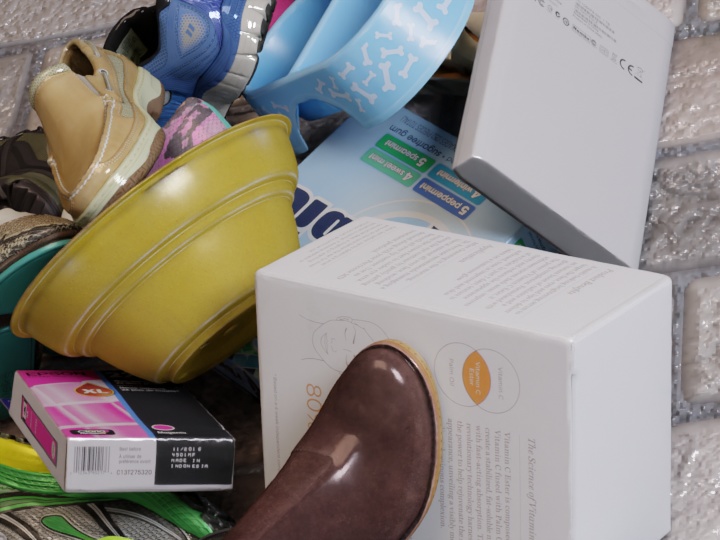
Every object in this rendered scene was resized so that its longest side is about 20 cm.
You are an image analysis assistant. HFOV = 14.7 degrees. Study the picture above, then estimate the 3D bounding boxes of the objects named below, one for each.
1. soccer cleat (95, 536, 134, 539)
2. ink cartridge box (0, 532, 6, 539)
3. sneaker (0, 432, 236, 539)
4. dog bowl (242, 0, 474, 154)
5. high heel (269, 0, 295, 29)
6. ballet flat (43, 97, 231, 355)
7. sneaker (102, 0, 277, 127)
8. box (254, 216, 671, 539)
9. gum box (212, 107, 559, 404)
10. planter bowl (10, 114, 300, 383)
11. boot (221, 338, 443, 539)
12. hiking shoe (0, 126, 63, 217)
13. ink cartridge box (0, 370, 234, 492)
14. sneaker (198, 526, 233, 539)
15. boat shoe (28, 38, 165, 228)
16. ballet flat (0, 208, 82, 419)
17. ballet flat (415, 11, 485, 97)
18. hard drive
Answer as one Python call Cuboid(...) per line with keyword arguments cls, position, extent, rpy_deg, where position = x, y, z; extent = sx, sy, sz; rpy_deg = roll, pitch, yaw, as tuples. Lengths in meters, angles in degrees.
Cuboid(cls="soccer cleat", position=(-0.126, 0.238, 1.436), extent=(0.067, 0.081, 0.201), rpy_deg=(-8, 92, 35))
Cuboid(cls="ink cartridge box", position=(-0.318, 0.181, 1.606), extent=(0.200, 0.084, 0.146), rpy_deg=(21, 87, 36))
Cuboid(cls="sneaker", position=(-0.147, 0.154, 1.601), extent=(0.200, 0.078, 0.085), rpy_deg=(9, 73, 32))
Cuboid(cls="dog bowl", position=(-0.007, -0.138, 1.715), extent=(0.200, 0.050, 0.112), rpy_deg=(-16, 41, 61))
Cuboid(cls="high heel", position=(-0.095, -0.217, 1.883), extent=(0.067, 0.096, 0.200), rpy_deg=(-24, 44, 3))
Cuboid(cls="ballet flat", position=(-0.143, -0.032, 1.712), extent=(0.200, 0.069, 0.071), rpy_deg=(-44, 63, 29))
Cuboid(cls="sneaker", position=(-0.120, -0.127, 1.761), extent=(0.089, 0.200, 0.079), rpy_deg=(22, 57, -8))
Cuboid(cls="box", position=(0.055, 0.071, 1.491), extent=(0.200, 0.153, 0.106), rpy_deg=(12, 25, 32))
Cuboid(cls="gum box", position=(0.000, 0.000, 1.678), extent=(0.200, 0.045, 0.170), rpy_deg=(-44, 47, -14))
Cuboid(cls="planter bowl", position=(-0.095, 0.006, 1.598), extent=(0.200, 0.200, 0.084), rpy_deg=(-37, 80, -9))
Cuboid(cls="boot", position=(-0.037, 0.137, 1.398), extent=(0.072, 0.200, 0.166), rpy_deg=(27, 21, 23))
Cuboid(cls="hiking shoe", position=(-0.231, -0.053, 1.830), extent=(0.101, 0.076, 0.200), rpy_deg=(-26, 28, -37))
Cuboid(cls="ink cartridge box", position=(-0.141, 0.085, 1.591), extent=(0.094, 0.037, 0.200), rpy_deg=(1, 9, -18))
Cuboid(cls="sneaker", position=(-0.114, 0.200, 1.513), extent=(0.200, 0.074, 0.089), rpy_deg=(-22, 11, 17))
Cuboid(cls="boat shoe", position=(-0.161, -0.084, 1.619), extent=(0.072, 0.076, 0.200), rpy_deg=(-46, 16, 10))
Cuboid(cls="ballet flat", position=(-0.213, 0.011, 1.671), extent=(0.068, 0.200, 0.075), rpy_deg=(-10, 59, -26))
Cuboid(cls="ballet flat", position=(0.058, -0.143, 1.766), extent=(0.200, 0.064, 0.067), rpy_deg=(13, 57, 34))
Cuboid(cls="hard drive", position=(0.123, -0.103, 1.657), extent=(0.027, 0.132, 0.200), rpy_deg=(-31, 34, 41))
